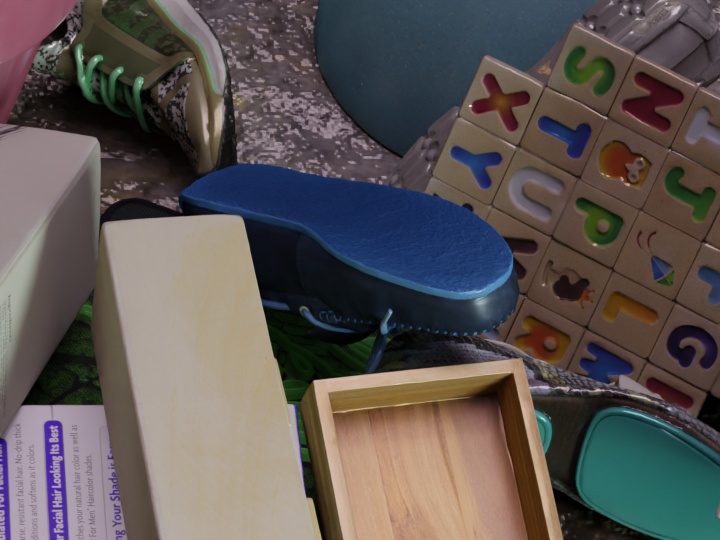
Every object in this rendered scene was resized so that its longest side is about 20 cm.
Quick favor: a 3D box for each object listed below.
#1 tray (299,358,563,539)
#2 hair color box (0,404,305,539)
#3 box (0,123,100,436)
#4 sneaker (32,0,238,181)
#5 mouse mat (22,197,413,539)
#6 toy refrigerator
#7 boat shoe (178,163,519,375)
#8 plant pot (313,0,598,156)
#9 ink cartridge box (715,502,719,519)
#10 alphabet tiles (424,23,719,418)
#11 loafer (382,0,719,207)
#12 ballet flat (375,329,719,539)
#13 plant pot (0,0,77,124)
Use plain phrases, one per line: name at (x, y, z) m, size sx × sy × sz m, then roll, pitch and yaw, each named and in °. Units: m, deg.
tray at (0.041, 0.142, 1.159) m, size 0.098 × 0.037 × 0.201 m, roll -6°, pitch 68°, yaw -15°
hair color box at (-0.123, 0.118, 1.163) m, size 0.199 × 0.065 × 0.110 m, roll 1°, pitch 50°, yaw -11°
box at (-0.172, 0.012, 1.168) m, size 0.068 × 0.083 × 0.200 m, roll 9°, pitch 27°, yaw 8°
sneaker at (-0.120, -0.102, 1.367) m, size 0.088 × 0.077 × 0.200 m, roll -19°, pitch 49°, yaw -11°
mouse mat at (-0.059, 0.049, 1.279) m, size 0.199 × 0.008 × 0.161 m, roll 22°, pitch 48°, yaw 6°
toy refrigerator at (-0.064, 0.076, 1.119) m, size 0.070 × 0.076 × 0.201 m, roll -3°, pitch 50°, yaw -13°
boat shoe at (0.000, 0.000, 1.241) m, size 0.084 × 0.069 × 0.200 m, roll -24°, pitch 29°, yaw -32°
plant pot at (0.084, -0.161, 1.408) m, size 0.199 × 0.135 × 0.201 m, roll 6°, pitch 48°, yaw -7°
ink cartridge box at (0.270, 0.037, 1.167) m, size 0.146 × 0.201 × 0.147 m, roll 25°, pitch 18°, yaw 18°
alphabet tiles at (0.127, -0.015, 1.273) m, size 0.199 × 0.167 × 0.006 m, roll 28°, pitch 23°, yaw 9°
loafer at (0.095, -0.066, 1.328) m, size 0.200 × 0.070 × 0.070 m, roll -35°, pitch 28°, yaw 13°
ballet flat at (0.100, 0.070, 1.255) m, size 0.199 × 0.072 × 0.072 m, roll 18°, pitch 48°, yaw -1°
plant pot at (-0.231, -0.132, 1.283) m, size 0.199 × 0.179 × 0.201 m, roll 7°, pitch 48°, yaw -7°
